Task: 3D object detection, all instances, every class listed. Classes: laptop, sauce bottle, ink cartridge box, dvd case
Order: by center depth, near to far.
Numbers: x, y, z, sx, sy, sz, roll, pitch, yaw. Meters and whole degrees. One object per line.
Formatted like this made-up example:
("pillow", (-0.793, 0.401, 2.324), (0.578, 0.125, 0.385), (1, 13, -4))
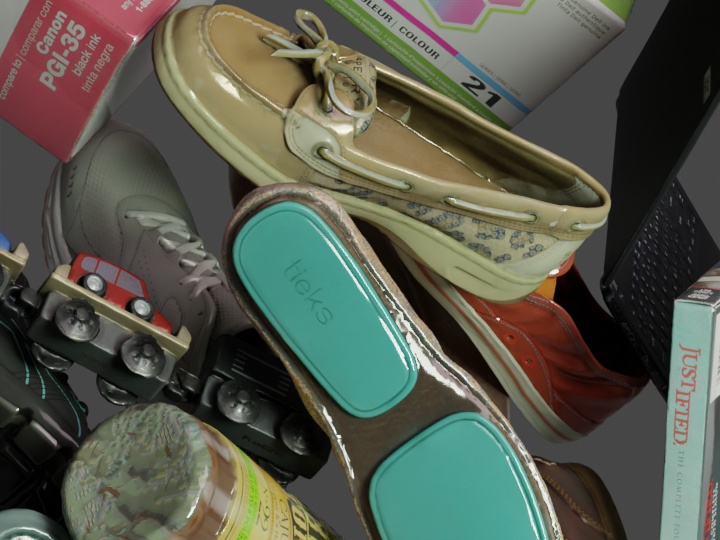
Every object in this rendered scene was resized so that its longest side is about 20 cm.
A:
("sauce bottle", (-0.036, 0.115, 0.932), (0.200, 0.065, 0.065), (44, 33, -52))
("ink cartridge box", (-0.156, -0.161, 1.038), (0.200, 0.083, 0.147), (36, 43, -1))
("dvd case", (0.179, 0.048, 1.100), (0.200, 0.022, 0.146), (-36, 132, -56))
("laptop", (0.170, -0.034, 1.147), (0.200, 0.103, 0.177), (56, 25, -25))
("ink cartridge box", (0.080, -0.179, 1.185), (0.148, 0.200, 0.076), (37, 44, -13))

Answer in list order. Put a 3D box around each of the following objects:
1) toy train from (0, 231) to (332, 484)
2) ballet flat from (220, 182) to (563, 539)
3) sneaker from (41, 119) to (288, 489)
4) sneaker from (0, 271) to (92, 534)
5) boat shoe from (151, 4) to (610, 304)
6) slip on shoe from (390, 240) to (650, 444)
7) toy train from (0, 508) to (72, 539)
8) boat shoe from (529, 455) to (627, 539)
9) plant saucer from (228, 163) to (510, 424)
("toy train", (-0.096, 0.018, 0.913), (0.200, 0.034, 0.046), (28, 50, -13))
("ballet flat", (0.017, 0.053, 0.911), (0.200, 0.068, 0.067), (62, 3, -4))
("sneaker", (-0.066, 0.017, 1.005), (0.076, 0.092, 0.201), (1, 60, -39))
("sneaker", (-0.139, 0.036, 0.945), (0.200, 0.075, 0.079), (47, 40, -3))
("boat shoe", (0.009, -0.057, 0.994), (0.200, 0.063, 0.073), (27, 43, -27))
("slip on shoe", (0.063, -0.007, 1.101), (0.200, 0.061, 0.074), (52, 24, -25))
("toy train", (-0.151, 0.134, 0.868), (0.200, 0.085, 0.114), (49, 55, -4))
("boat shoe", (0.094, 0.171, 1.050), (0.070, 0.070, 0.200), (6, 49, -45))
("plant saucer", (0.000, 0.000, 1.071), (0.200, 0.034, 0.201), (49, 24, -31))
